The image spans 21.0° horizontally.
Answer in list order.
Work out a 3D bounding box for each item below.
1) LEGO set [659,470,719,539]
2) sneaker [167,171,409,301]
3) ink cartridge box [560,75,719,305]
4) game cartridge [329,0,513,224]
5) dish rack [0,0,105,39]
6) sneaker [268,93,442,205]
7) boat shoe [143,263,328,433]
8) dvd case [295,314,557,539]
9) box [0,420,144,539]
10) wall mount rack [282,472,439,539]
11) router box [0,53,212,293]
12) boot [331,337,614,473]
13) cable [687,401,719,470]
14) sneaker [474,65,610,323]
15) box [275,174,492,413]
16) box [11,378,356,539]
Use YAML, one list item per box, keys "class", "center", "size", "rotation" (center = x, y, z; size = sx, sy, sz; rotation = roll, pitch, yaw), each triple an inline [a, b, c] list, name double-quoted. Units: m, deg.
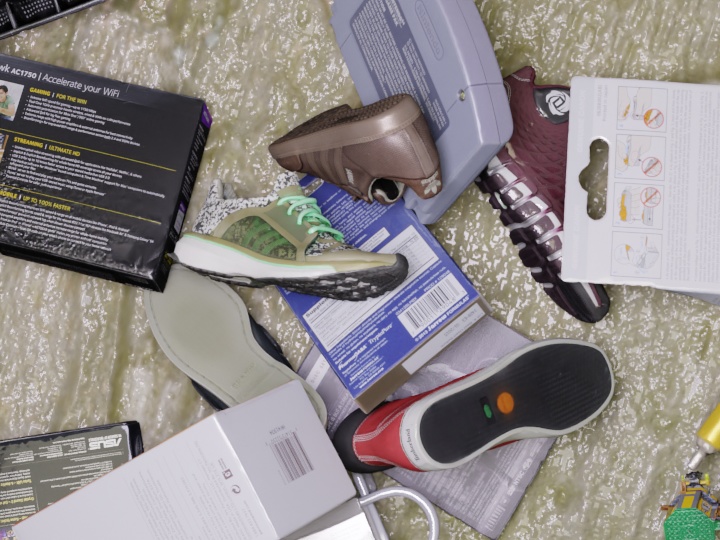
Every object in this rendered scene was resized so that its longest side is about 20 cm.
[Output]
- class: "LEGO set"
  center: [0.317, 0.203, 1.419]
  size: [0.200, 0.116, 0.154]
  rotation: [-15, 102, 20]
- class: "sneaker"
  center: [-0.052, -0.030, 1.430]
  size: [0.200, 0.077, 0.089]
  rotation: [8, 83, 31]
- class: "ink cartridge box"
  center: [0.251, -0.057, 1.446]
  size: [0.199, 0.050, 0.163]
  rotation: [3, 79, 3]
- class: "game cartridge"
  center: [0.044, -0.152, 1.428]
  size: [0.041, 0.133, 0.200]
  rotation: [-5, 64, -36]
- class: "dish rack"
  center: [-0.263, -0.288, 1.518]
  size: [0.153, 0.055, 0.200]
  rotation: [-19, 87, 4]
- class: "sneaker"
  center: [-0.006, -0.078, 1.428]
  size: [0.070, 0.200, 0.076]
  rotation: [-31, 101, -21]
- class: "boat shoe"
  center: [-0.094, 0.076, 1.487]
  size: [0.074, 0.066, 0.199]
  rotation: [-42, 62, -17]
- class: "dvd case"
  center: [0.057, 0.094, 1.498]
  size: [0.200, 0.016, 0.149]
  rotation: [31, 93, 5]
- class: "box"
  center: [-0.261, 0.210, 1.514]
  size: [0.200, 0.044, 0.161]
  rotation: [-10, 88, 5]
- class: "wall mount rack"
  center: [-0.020, 0.249, 1.478]
  size: [0.200, 0.075, 0.174]
  rotation: [-23, 83, 5]
- class: "router box"
  center: [-0.230, -0.079, 1.499]
  size: [0.200, 0.051, 0.150]
  rotation: [14, 77, 6]
- class: "boot"
  center: [0.081, 0.103, 1.454]
  size: [0.200, 0.144, 0.073]
  rotation: [-16, 90, -32]
- class: "cable"
  center: [0.321, 0.074, 1.454]
  size: [0.097, 0.050, 0.200]
  rotation: [19, 91, 9]
- class: "sneaker"
  center: [0.159, -0.067, 1.466]
  size: [0.115, 0.076, 0.200]
  rotation: [-36, 99, -14]
- class: "box"
  center: [0.000, 0.000, 1.464]
  size: [0.121, 0.032, 0.200]
  rotation: [-39, 52, 3]
- class: "box"
  center: [-0.126, 0.171, 1.385]
  size: [0.200, 0.124, 0.098]
  rotation: [-30, 85, 27]
